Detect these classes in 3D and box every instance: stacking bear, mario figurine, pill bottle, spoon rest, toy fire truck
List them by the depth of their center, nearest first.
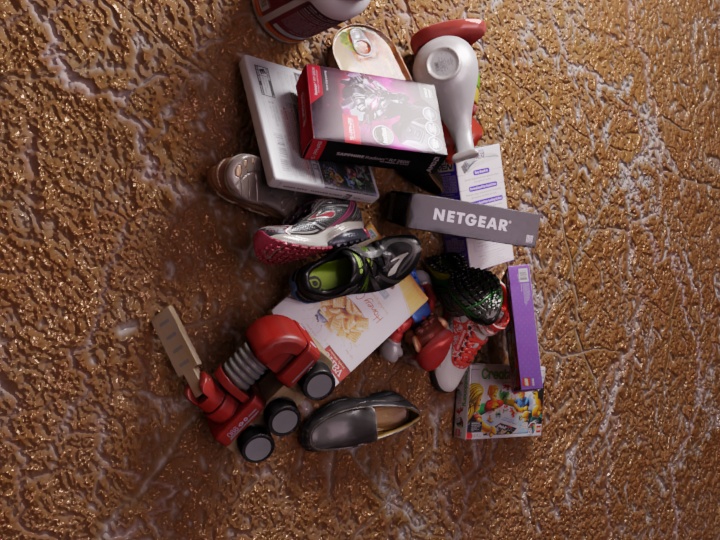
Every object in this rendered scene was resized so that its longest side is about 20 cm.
[{"bbox_3d":[-0.159,0.116,0.957,0.176,0.129,0.200,-44,124,2],"label":"toy fire truck"},{"bbox_3d":[-0.053,-0.380,0.983,0.112,0.199,0.115,-1,92,-36],"label":"pill bottle"},{"bbox_3d":[0.135,-0.251,1.093,0.061,0.098,0.203,35,43,-72],"label":"spoon rest"},{"bbox_3d":[0.142,-0.272,1.164,0.112,0.121,0.204,-4,81,-15],"label":"stacking bear"},{"bbox_3d":[0.071,0.068,1.180,0.122,0.106,0.202,-25,97,4],"label":"mario figurine"}]

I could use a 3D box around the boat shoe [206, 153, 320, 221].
[{"bbox_3d":[-0.128,-0.110,1.015,0.199,0.071,0.077,25,72,-54],"label":"boat shoe"}]

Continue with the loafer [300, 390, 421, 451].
[{"bbox_3d":[0.003,0.228,1.119,0.198,0.072,0.074,-14,101,-35],"label":"loafer"}]

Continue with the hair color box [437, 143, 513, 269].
[{"bbox_3d":[0.191,-0.106,1.256,0.108,0.064,0.204,-15,101,-34],"label":"hair color box"}]

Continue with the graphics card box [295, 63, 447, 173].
[{"bbox_3d":[0.015,-0.204,1.009,0.197,0.051,0.127,5,61,-21],"label":"graphics card box"}]

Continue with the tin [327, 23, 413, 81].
[{"bbox_3d":[0.022,-0.271,1.094,0.111,0.042,0.202,-15,74,-31],"label":"tin"}]

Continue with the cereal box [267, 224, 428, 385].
[{"bbox_3d":[-0.016,0.051,1.078,0.200,0.039,0.144,-42,97,-17],"label":"cereal box"}]

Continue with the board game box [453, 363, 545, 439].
[{"bbox_3d":[0.252,0.233,1.326,0.198,0.034,0.129,6,87,-36],"label":"board game box"}]

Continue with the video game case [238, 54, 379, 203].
[{"bbox_3d":[-0.070,-0.192,1.023,0.180,0.023,0.203,5,60,-40],"label":"video game case"}]

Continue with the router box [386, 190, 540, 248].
[{"bbox_3d":[0.150,-0.079,1.123,0.196,0.157,0.053,9,96,-9],"label":"router box"}]

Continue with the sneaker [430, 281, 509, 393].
[{"bbox_3d":[0.184,0.108,1.227,0.067,0.107,0.205,22,78,-34],"label":"sneaker"}]

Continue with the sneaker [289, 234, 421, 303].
[{"bbox_3d":[0.000,0.000,1.024,0.197,0.083,0.072,-17,89,-17],"label":"sneaker"}]

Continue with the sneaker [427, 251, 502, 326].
[{"bbox_3d":[0.169,0.039,1.166,0.077,0.200,0.086,-17,113,-8],"label":"sneaker"}]

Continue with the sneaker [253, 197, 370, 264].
[{"bbox_3d":[-0.071,-0.056,0.991,0.199,0.080,0.076,-16,88,-53],"label":"sneaker"}]

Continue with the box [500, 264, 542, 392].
[{"bbox_3d":[0.271,0.103,1.257,0.038,0.137,0.204,-5,78,5],"label":"box"}]

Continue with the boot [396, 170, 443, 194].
[{"bbox_3d":[0.080,-0.215,1.162,0.200,0.074,0.098,44,67,-23],"label":"boot"}]
